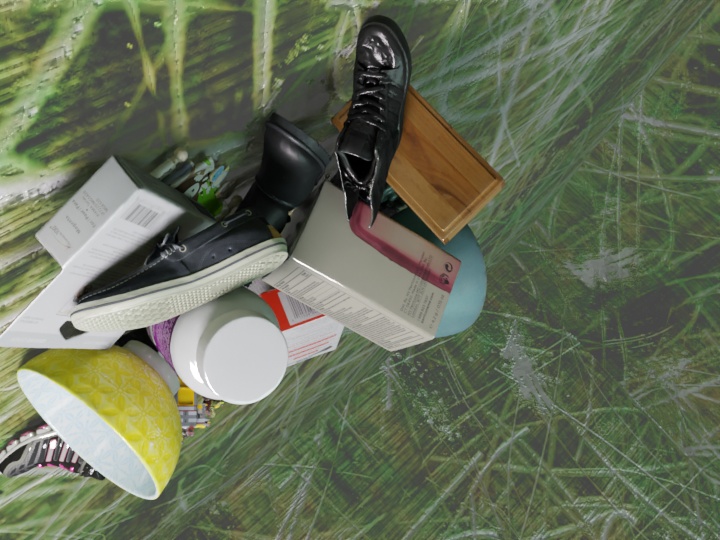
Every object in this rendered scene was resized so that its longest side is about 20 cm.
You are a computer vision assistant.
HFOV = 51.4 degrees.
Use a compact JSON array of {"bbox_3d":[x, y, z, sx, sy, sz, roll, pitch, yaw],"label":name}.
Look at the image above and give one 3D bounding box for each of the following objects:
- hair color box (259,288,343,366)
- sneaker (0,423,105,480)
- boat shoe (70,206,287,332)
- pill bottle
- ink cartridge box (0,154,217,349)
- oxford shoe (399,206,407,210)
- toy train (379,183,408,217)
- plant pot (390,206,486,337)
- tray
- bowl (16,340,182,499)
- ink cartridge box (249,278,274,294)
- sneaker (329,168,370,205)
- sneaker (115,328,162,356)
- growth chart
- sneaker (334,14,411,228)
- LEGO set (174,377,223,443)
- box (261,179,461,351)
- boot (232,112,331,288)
[{"bbox_3d":[-0.083,0.074,1.048,0.110,0.065,0.200,-19,161,-16],"label":"hair color box"},{"bbox_3d":[-0.356,0.228,0.934,0.197,0.089,0.074,-22,172,-1],"label":"sneaker"},{"bbox_3d":[-0.162,-0.001,0.667,0.198,0.063,0.075,-25,167,-20],"label":"boat shoe"},{"bbox_3d":[-0.146,0.065,0.760,0.112,0.113,0.199,-39,-156,-15],"label":"pill bottle"},{"bbox_3d":[-0.226,-0.005,0.679,0.173,0.044,0.200,-44,169,1],"label":"ink cartridge box"},{"bbox_3d":[0.046,-0.106,1.221,0.200,0.074,0.071,-47,168,15],"label":"oxford shoe"},{"bbox_3d":[0.015,-0.113,1.101,0.113,0.086,0.200,-37,169,15],"label":"toy train"},{"bbox_3d":[0.064,0.012,1.082,0.133,0.201,0.201,-16,153,-36],"label":"plant pot"},{"bbox_3d":[0.066,-0.139,0.884,0.099,0.200,0.037,-43,168,4],"label":"tray"},{"bbox_3d":[-0.263,0.142,0.821,0.108,0.199,0.201,-50,173,-34],"label":"bowl"},{"bbox_3d":[-0.142,0.032,1.093,0.199,0.068,0.115,-37,167,-29],"label":"ink cartridge box"},{"bbox_3d":[-0.016,-0.101,0.973,0.070,0.077,0.203,-90,-170,-63],"label":"sneaker"},{"bbox_3d":[-0.247,0.078,0.913,0.201,0.074,0.079,-49,172,24],"label":"sneaker"},{"bbox_3d":[-0.190,-0.060,0.763,0.145,0.018,0.200,-44,168,-2],"label":"growth chart"},{"bbox_3d":[0.011,-0.155,0.796,0.202,0.059,0.105,88,22,-43],"label":"sneaker"},{"bbox_3d":[-0.218,0.173,1.000,0.152,0.118,0.199,10,161,-42],"label":"LEGO set"},{"bbox_3d":[0.000,0.000,0.907,0.128,0.198,0.110,-28,-145,64],"label":"box"},{"bbox_3d":[-0.105,-0.068,0.803,0.163,0.073,0.198,-55,179,-5],"label":"boot"}]
